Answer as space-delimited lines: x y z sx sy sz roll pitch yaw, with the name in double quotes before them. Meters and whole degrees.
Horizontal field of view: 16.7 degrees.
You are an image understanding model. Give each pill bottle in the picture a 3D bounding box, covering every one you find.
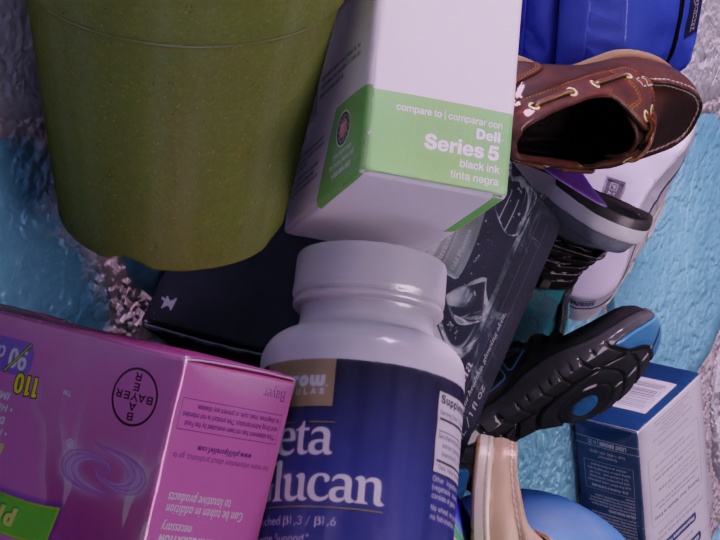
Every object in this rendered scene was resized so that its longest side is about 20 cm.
"pill bottle" -0.002 0.091 1.281 0.111 0.111 0.201 28 62 -54

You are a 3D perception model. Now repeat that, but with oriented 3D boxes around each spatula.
"spatula" 0.095 -0.073 1.533 0.056 0.200 0.021 29 88 -23

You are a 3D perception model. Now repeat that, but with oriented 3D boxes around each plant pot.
"plant pot" -0.094 -0.110 1.269 0.200 0.199 0.191 -32 138 -45

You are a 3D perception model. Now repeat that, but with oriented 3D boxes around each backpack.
"backpack" 0.140 -0.183 1.570 0.200 0.167 0.163 -26 132 -50

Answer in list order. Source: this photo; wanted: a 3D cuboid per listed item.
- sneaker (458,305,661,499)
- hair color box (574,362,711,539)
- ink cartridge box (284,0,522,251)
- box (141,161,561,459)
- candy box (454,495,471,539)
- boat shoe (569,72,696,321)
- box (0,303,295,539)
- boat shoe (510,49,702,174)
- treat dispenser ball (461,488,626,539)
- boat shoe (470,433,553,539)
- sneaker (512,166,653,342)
"sneaker" 0.100 0.069 1.585 0.199 0.082 0.073 -30 144 -2
"hair color box" 0.219 0.182 1.877 0.100 0.060 0.201 -34 126 -44
"ink cartridge box" 0.025 -0.124 1.306 0.084 0.145 0.201 10 76 -15
"box" 0.000 0.000 1.466 0.197 0.123 0.201 44 64 -48
"candy box" 0.027 0.211 1.420 0.200 0.077 0.170 65 20 -68
"boat shoe" 0.189 -0.053 1.773 0.070 0.071 0.201 88 22 -68
"box" -0.149 0.128 1.245 0.096 0.175 0.201 14 89 -55
"boat shoe" 0.136 -0.087 1.434 0.199 0.070 0.071 -6 121 -42
"treat dispenser ball" 0.101 0.244 1.608 0.200 0.200 0.202 -21 116 -50
"boat shoe" 0.106 0.194 1.470 0.074 0.069 0.201 -62 144 -77
"sneaker" 0.122 -0.002 1.610 0.083 0.200 0.121 22 93 -12
